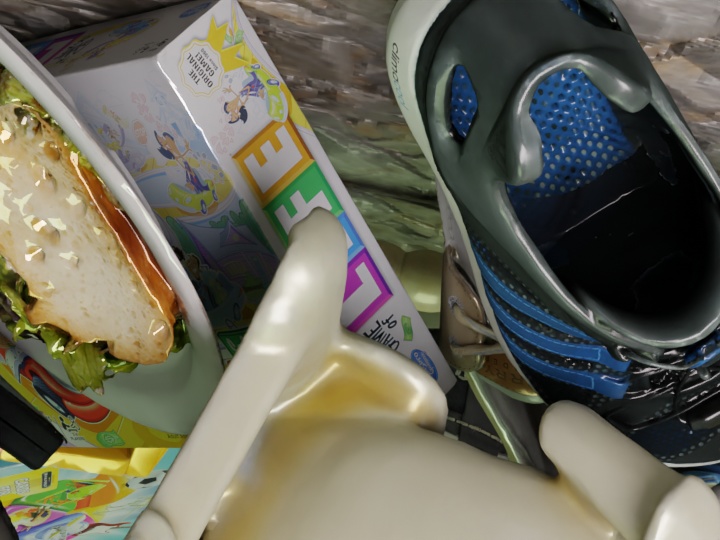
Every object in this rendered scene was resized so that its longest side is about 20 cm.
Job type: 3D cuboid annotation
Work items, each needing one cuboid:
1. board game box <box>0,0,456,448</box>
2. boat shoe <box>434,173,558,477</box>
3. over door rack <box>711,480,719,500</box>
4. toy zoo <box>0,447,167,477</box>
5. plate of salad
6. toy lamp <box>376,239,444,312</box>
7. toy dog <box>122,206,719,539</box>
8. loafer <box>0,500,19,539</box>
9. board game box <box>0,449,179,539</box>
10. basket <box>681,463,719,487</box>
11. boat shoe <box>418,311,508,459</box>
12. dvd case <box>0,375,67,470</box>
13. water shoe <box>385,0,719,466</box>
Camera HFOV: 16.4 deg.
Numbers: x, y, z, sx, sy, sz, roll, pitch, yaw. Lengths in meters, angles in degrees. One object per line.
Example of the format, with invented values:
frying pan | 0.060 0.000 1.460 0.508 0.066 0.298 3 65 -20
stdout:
board game box | -0.075 -0.007 0.771 0.200 0.034 0.135 -5 121 51
boat shoe | 0.060 0.007 0.726 0.074 0.069 0.200 14 155 28
over door rack | 0.134 0.055 0.944 0.147 0.067 0.200 5 165 24
toy zoo | -0.130 0.021 0.945 0.199 0.021 0.131 10 132 -18
plate of salad | -0.117 -0.021 0.704 0.200 0.048 0.200 37 158 18
toy lamp | 0.000 0.000 0.852 0.199 0.058 0.058 12 167 5
toy dog | 0.033 0.115 0.655 0.199 0.140 0.194 28 143 5
loafer | -0.185 0.035 0.735 0.200 0.071 0.073 43 175 -13
board game box | -0.117 0.081 1.087 0.199 0.047 0.151 -10 160 -16
basket | 0.176 0.172 1.195 0.139 0.177 0.200 2 -173 -28
boat shoe | 0.017 0.060 1.071 0.072 0.068 0.200 16 168 -18
dvd case | -0.185 -0.020 0.784 0.200 0.018 0.143 40 174 21
water shoe | 0.066 0.004 0.629 0.200 0.071 0.079 52 -174 -43
